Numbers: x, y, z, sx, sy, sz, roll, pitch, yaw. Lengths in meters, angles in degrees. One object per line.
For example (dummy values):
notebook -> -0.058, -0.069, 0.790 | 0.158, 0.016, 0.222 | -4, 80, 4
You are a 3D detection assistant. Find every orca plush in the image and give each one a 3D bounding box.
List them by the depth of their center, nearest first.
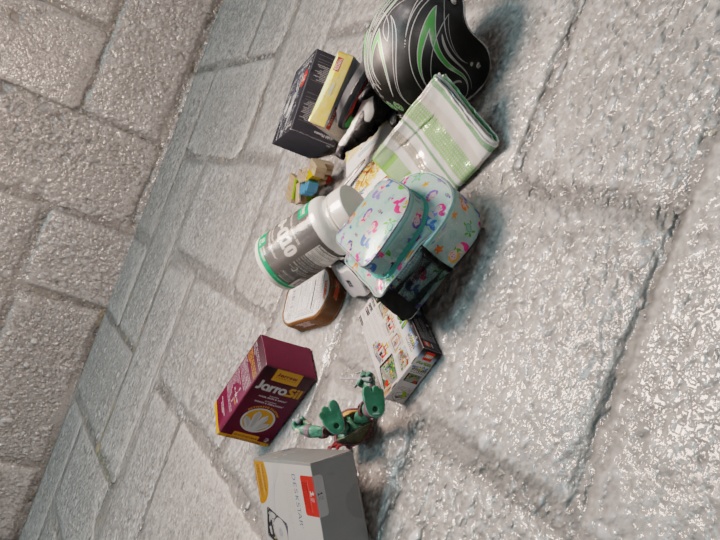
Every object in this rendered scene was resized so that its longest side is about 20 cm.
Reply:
orca plush -> 0.031, -0.273, 1.438 | 0.200, 0.071, 0.105 | -54, -14, -5

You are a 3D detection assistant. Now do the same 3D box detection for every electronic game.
electronic game -> 0.017, -0.345, 1.484 | 0.200, 0.042, 0.200 | -57, -1, -1

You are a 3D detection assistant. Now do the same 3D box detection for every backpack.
backpack -> 0.072, -0.053, 1.212 | 0.200, 0.151, 0.178 | -46, 31, 2

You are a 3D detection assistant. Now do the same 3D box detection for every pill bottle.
pill bottle -> -0.079, -0.059, 1.422 | 0.200, 0.113, 0.113 | -33, 42, 27

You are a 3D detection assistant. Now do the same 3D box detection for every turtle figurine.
turtle figurine -> -0.022, 0.223, 1.254 | 0.150, 0.101, 0.200 | -39, -5, -15

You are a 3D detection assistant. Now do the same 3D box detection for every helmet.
helmet -> 0.098, -0.360, 1.323 | 0.200, 0.191, 0.200 | -29, 30, 19

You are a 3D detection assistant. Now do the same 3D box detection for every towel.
towel -> 0.111, -0.190, 1.280 | 0.149, 0.031, 0.200 | 53, 132, 12

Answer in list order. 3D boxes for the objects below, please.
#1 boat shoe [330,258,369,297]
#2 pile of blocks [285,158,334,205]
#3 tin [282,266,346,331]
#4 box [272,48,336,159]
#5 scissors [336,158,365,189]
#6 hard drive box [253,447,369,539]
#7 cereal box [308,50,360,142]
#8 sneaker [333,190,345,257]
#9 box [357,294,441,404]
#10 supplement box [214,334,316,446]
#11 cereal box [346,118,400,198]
boat shoe -> 0.000, 0.000, 1.409 | 0.066, 0.072, 0.200 | -34, 5, -11
pile of blocks -> -0.100, -0.182, 1.734 | 0.200, 0.062, 0.082 | 163, 111, -66
tin -> -0.093, 0.056, 1.574 | 0.200, 0.042, 0.112 | -21, 58, 56
box -> -0.100, -0.355, 1.762 | 0.200, 0.104, 0.182 | 176, 111, -73
scissors -> -0.056, -0.137, 1.528 | 0.200, 0.014, 0.073 | -55, 19, 14
hard drive box -> -0.077, 0.354, 1.231 | 0.200, 0.077, 0.156 | -19, 81, 57
cereal box -> -0.029, -0.329, 1.589 | 0.144, 0.039, 0.200 | -67, -16, 2
sneaker -> -0.040, -0.094, 1.541 | 0.085, 0.077, 0.200 | -54, 31, 19
box -> 0.056, 0.099, 1.269 | 0.110, 0.035, 0.200 | -55, 30, 25
supplement box -> -0.182, 0.229, 1.534 | 0.200, 0.110, 0.086 | -55, 31, 26
cereal box -> 0.029, -0.184, 1.492 | 0.144, 0.039, 0.200 | -41, 38, 38
